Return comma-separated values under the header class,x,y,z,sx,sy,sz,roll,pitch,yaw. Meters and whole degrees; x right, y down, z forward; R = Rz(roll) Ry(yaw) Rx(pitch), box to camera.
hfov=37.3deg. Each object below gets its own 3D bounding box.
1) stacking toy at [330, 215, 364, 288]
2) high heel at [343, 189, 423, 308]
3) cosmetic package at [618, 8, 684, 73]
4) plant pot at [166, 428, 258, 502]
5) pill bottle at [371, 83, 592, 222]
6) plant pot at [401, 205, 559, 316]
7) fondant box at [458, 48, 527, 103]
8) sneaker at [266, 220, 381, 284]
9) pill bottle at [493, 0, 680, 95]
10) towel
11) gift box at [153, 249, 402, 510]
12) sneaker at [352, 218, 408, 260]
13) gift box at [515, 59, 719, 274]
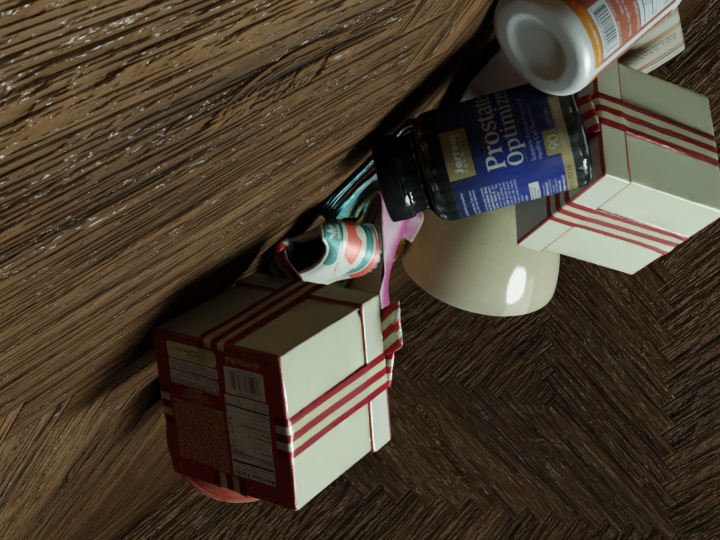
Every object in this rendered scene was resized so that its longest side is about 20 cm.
class,x,y,z,sx,sy,sz,roll,pitch,yaw
stacking toy,-0.038,0.008,1.317,0.116,0.110,0.200,-5,135,-57
high heel,0.000,0.000,1.235,0.096,0.067,0.200,22,91,-57
cosmetic package,0.309,-0.288,1.238,0.103,0.087,0.200,-32,169,17
plant pot,-0.152,0.175,1.343,0.201,0.201,0.195,-41,167,-18
pill bottle,0.117,-0.113,1.046,0.200,0.112,0.112,-15,178,8
plant pot,0.162,-0.056,1.322,0.200,0.200,0.135,-36,147,-49
fondant box,0.162,-0.200,1.199,0.144,0.058,0.200,-48,175,-16
sneaker,-0.073,-0.004,1.171,0.093,0.070,0.200,15,147,-43
pill bottle,0.227,-0.259,0.986,0.200,0.112,0.112,-40,174,-21
towel,0.029,-0.110,1.221,0.147,0.022,0.200,-43,175,10
gift box,-0.072,0.096,1.051,0.187,0.184,0.200,-29,125,-51
sneaker,0.007,-0.040,1.396,0.088,0.076,0.200,-47,-170,-36
gift box,0.266,-0.125,1.188,0.185,0.186,0.200,-48,-145,49
